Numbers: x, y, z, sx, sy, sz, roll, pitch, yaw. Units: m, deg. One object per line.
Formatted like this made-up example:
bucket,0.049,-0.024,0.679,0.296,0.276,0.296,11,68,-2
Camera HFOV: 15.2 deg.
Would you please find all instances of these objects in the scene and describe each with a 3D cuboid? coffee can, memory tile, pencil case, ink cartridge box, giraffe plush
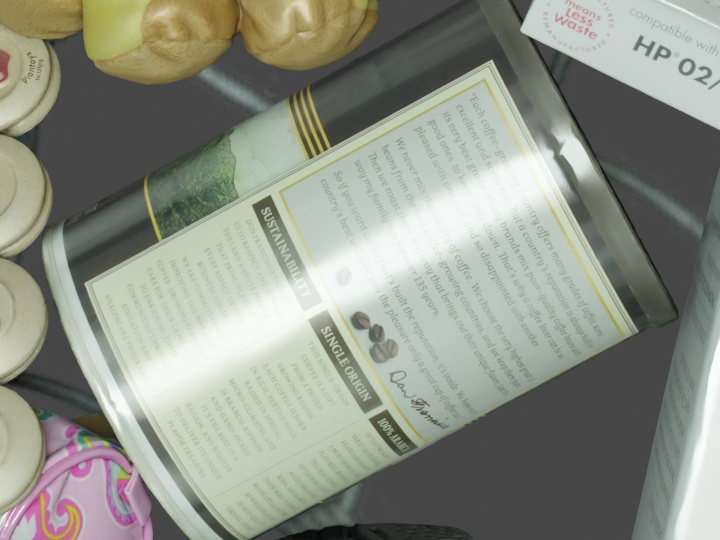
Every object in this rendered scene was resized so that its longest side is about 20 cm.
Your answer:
coffee can,0.000,0.000,1.031,0.200,0.146,0.147,-28,92,5
memory tile,-0.187,0.000,0.985,0.153,0.017,0.201,-5,66,8
pencil case,-0.165,0.063,1.035,0.200,0.087,0.088,30,98,40
ink cartridge box,0.132,-0.115,0.986,0.115,0.200,0.068,26,129,2
giraffe plush,-0.066,-0.188,0.970,0.172,0.162,0.201,-3,59,1

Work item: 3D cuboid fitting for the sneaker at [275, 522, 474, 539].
sneaker,-0.036,0.169,1.085,0.199,0.076,0.115,-18,95,8

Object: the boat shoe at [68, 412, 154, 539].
boat shoe,-0.180,0.112,1.100,0.199,0.072,0.076,-18,64,7

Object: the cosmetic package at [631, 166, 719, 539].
cosmetic package,0.198,0.071,1.015,0.167,0.166,0.201,12,96,3

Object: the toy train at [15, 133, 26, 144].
toy train,-0.239,-0.068,1.061,0.199,0.056,0.151,-16,67,7
